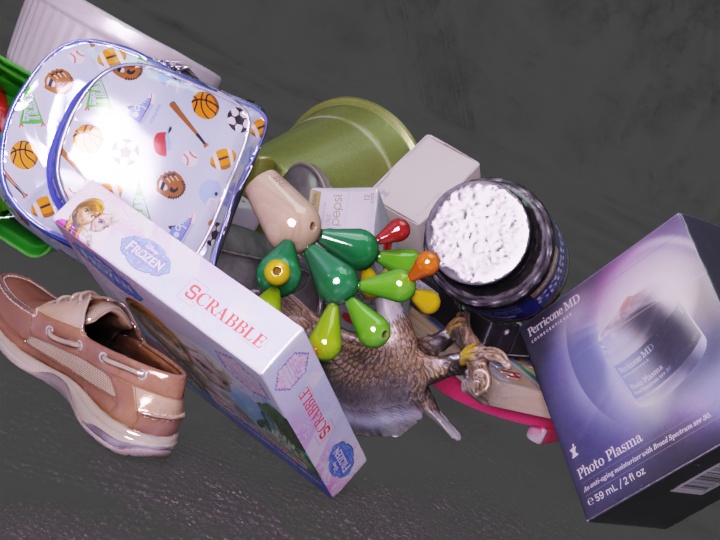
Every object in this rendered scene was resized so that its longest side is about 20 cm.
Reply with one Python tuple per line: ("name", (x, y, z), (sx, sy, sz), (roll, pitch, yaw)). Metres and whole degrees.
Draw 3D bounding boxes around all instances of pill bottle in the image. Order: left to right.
("pill bottle", (0.116, -0.018, 1.128), (0.112, 0.112, 0.200), (30, 1, 16))

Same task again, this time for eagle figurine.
("eagle figurine", (0.008, 0.072, 1.112), (0.200, 0.151, 0.152), (-7, -22, -11))

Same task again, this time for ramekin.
("ramekin", (-0.238, -0.189, 1.232), (0.202, 0.094, 0.202), (29, 4, -2))

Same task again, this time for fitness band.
("fitness band", (0.151, 0.121, 1.317), (0.144, 0.037, 0.200), (30, 13, 28))

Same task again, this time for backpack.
("backpack", (-0.183, -0.083, 1.012), (0.190, 0.200, 0.154), (22, -14, -9))

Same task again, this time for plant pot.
("plant pot", (-0.058, -0.076, 1.407), (0.200, 0.200, 0.190), (31, 28, 22))

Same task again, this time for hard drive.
("hard drive", (0.154, 0.044, 1.325), (0.200, 0.038, 0.140), (5, 21, -40))

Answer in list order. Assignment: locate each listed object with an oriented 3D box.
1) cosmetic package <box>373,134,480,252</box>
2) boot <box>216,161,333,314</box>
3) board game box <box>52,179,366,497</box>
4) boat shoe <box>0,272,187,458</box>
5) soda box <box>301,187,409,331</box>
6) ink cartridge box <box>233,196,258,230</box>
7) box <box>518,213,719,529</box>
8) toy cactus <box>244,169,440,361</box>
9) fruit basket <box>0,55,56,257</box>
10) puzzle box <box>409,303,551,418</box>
("cosmetic package", (0.074, -0.033, 1.384), (0.073, 0.104, 0.200), (33, -25, 27))
("boot", (-0.110, -0.032, 1.192), (0.200, 0.182, 0.073), (12, -26, -41))
("board game box", (-0.099, 0.051, 0.896), (0.200, 0.041, 0.200), (33, -19, 29))
("boat shoe", (-0.183, 0.049, 0.896), (0.200, 0.072, 0.076), (34, 16, 31))
("soda box", (0.000, 0.000, 1.193), (0.064, 0.068, 0.200), (1, -25, 11))
("ink cartridge box", (-0.216, -0.072, 1.264), (0.200, 0.083, 0.146), (32, 14, 27))
("box", (0.268, 0.092, 1.136), (0.123, 0.200, 0.199), (14, 48, -40))
("toy cactus", (-0.031, -0.011, 1.013), (0.200, 0.102, 0.165), (-26, 71, -38))
("fruit basket", (-0.321, -0.103, 1.101), (0.215, 0.156, 0.216), (31, -3, 2))
("puzzle box", (0.129, 0.087, 1.279), (0.133, 0.025, 0.200), (15, 15, -33))
